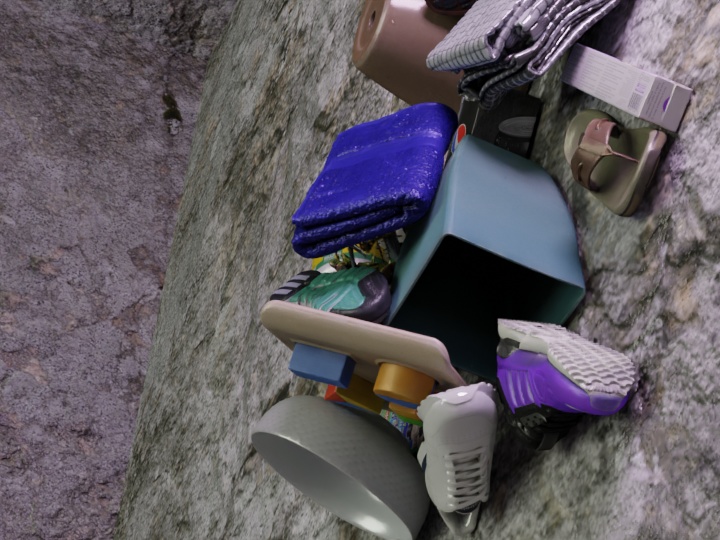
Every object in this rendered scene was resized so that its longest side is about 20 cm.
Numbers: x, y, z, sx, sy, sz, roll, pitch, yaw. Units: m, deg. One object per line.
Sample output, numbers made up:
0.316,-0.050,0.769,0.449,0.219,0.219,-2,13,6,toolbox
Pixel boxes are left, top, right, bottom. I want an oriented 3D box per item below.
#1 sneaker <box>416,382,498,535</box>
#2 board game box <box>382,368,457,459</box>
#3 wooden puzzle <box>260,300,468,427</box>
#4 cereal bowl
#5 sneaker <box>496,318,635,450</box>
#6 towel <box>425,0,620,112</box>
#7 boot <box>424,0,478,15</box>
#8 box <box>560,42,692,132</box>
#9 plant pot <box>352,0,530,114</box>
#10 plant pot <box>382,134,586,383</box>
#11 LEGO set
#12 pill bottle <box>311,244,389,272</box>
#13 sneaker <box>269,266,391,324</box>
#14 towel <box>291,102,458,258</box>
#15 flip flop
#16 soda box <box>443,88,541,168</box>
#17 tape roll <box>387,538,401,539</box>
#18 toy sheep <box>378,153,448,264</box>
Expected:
0.093,0.168,1.232,0.200,0.076,0.081,83,178,-59,sneaker
0.068,0.115,1.502,0.135,0.029,0.201,143,141,-65,board game box
0.013,0.103,1.277,0.200,0.184,0.046,58,-131,-60,wooden puzzle
-0.010,0.192,1.410,0.083,0.200,0.200,-55,10,-21,cereal bowl
0.165,0.106,1.139,0.200,0.069,0.100,-143,61,-73,sneaker
0.175,-0.250,1.336,0.200,0.086,0.165,-49,13,-13,towel
0.161,-0.339,1.481,0.199,0.075,0.097,-23,22,12,boot
0.233,-0.166,1.224,0.200,0.039,0.042,-126,56,-70,box
0.088,-0.256,1.559,0.200,0.174,0.201,-163,90,-75,plant pot
0.117,-0.024,1.304,0.201,0.141,0.142,-82,18,-50,plant pot
0.000,0.000,1.439,0.154,0.115,0.201,41,152,50,LEGO set
-0.003,-0.045,1.751,0.113,0.112,0.201,126,156,-47,pill bottle
-0.012,0.048,1.327,0.074,0.088,0.200,-37,18,-19,sneaker
0.013,-0.095,1.329,0.147,0.050,0.200,-20,25,23,towel
0.210,-0.104,1.203,0.200,0.057,0.081,-119,48,-68,flip flop
0.126,-0.094,1.448,0.063,0.070,0.201,172,115,-73,soda box
0.027,0.369,1.360,0.203,0.037,0.204,-163,90,-73,tape roll
0.064,-0.072,1.544,0.138,0.137,0.200,-61,34,34,toy sheep
